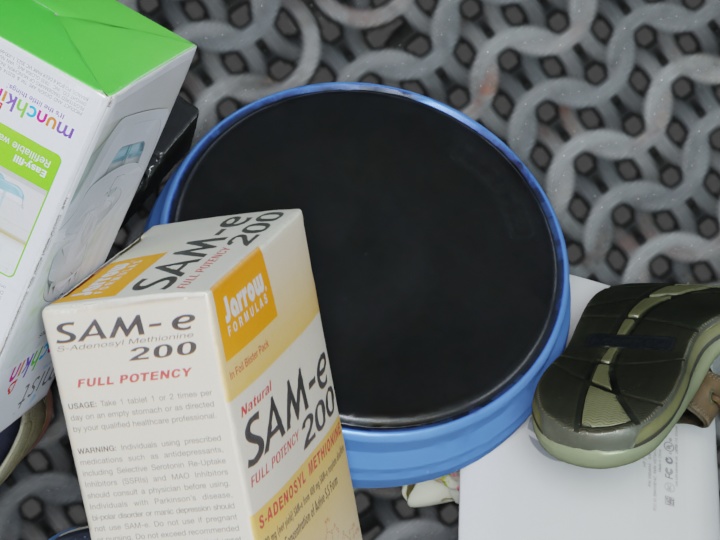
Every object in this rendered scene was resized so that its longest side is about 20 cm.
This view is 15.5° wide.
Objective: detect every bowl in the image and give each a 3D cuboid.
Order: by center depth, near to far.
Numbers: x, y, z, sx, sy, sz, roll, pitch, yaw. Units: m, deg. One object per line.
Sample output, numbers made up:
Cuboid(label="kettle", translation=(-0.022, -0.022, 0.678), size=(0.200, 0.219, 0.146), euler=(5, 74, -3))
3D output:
Cuboid(label="bowl", translation=(0.000, 0.000, 1.202), size=(0.200, 0.039, 0.201), euler=(5, 58, -8))

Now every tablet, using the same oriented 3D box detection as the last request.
Cuboid(label="tablet", translation=(0.106, 0.084, 1.216), size=(0.130, 0.014, 0.200), euler=(16, 48, -14))

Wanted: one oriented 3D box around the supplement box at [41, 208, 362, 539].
Cuboid(label="supplement box", translation=(-0.056, 0.088, 1.084), size=(0.073, 0.126, 0.200), euler=(-6, 105, 18))

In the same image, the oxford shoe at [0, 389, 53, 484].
Cuboid(label="oxford shoe", translation=(-0.223, 0.110, 1.179), size=(0.071, 0.074, 0.200), euler=(45, 91, -7))

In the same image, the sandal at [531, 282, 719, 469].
Cuboid(label="sandal", translation=(0.130, 0.051, 1.203), size=(0.080, 0.201, 0.057), euler=(5, 113, 28))

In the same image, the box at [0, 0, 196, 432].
Cuboid(label="box", translation=(-0.196, -0.051, 1.052), size=(0.200, 0.097, 0.177), euler=(29, 114, 9))

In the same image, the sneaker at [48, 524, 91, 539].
Cuboid(label="sneaker", translation=(-0.057, 0.172, 1.207), size=(0.200, 0.085, 0.077), euler=(26, 84, -8))

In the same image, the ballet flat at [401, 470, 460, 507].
Cuboid(label="ballet flat", translation=(0.014, 0.074, 1.241), size=(0.200, 0.076, 0.064), euler=(19, 116, -8))

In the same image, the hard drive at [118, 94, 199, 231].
Cuboid(label="hard drive", translation=(-0.191, -0.071, 1.171), size=(0.200, 0.038, 0.140), euler=(33, 59, 6))
